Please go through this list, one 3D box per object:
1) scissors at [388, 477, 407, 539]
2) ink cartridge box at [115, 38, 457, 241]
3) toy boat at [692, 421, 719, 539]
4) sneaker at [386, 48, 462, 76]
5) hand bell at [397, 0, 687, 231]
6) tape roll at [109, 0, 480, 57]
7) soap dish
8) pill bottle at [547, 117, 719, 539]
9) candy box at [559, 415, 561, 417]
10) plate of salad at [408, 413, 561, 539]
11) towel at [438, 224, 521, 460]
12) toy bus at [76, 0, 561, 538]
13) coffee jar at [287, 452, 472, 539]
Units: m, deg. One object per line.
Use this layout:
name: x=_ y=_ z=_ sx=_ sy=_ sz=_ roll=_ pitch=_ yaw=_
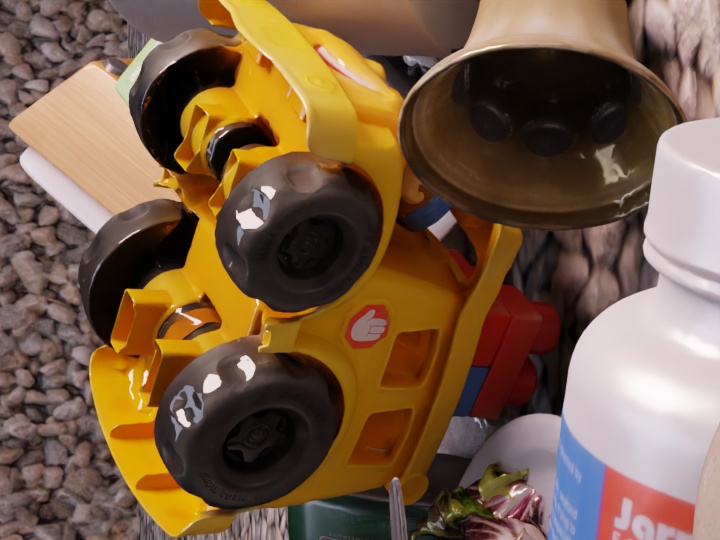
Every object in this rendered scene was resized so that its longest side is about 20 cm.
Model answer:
scissors: x=0.021 y=0.158 z=0.755 sx=0.200 sy=0.014 sz=0.073 roll=92 pitch=167 yaw=-53
ink cartridge box: x=-0.018 y=-0.059 z=0.948 sx=0.117 sy=0.067 sz=0.200 roll=-48 pitch=60 yaw=20
toy boat: x=0.138 y=0.103 z=0.355 sx=0.131 sy=0.130 sz=0.200 roll=10 pitch=100 yaw=49
sneaker: x=0.034 y=-0.156 z=0.936 sx=0.091 sy=0.066 sz=0.200 roll=-50 pitch=47 yaw=21
hand bell: x=0.075 y=-0.125 z=0.755 sx=0.104 sy=0.104 sz=0.200 roll=107 pitch=172 yaw=-54
tape roll: x=-0.020 y=-0.195 z=0.824 sx=0.203 sy=0.139 sz=0.203 roll=6 pitch=-90 yaw=-69
soap dish: x=-0.073 y=-0.043 z=1.091 sx=0.081 sy=0.200 sz=0.157 roll=-58 pitch=-18 yaw=20
pill bottle: x=0.101 y=0.068 z=0.484 sx=0.112 sy=0.112 sz=0.200 roll=-122 pitch=34 yaw=-70
candy box: x=0.083 y=0.158 z=0.785 sx=0.102 sy=0.026 sz=0.200 roll=151 pitch=119 yaw=-72
plate of salad: x=0.059 y=0.154 z=0.735 sx=0.200 sy=0.048 sz=0.200 roll=-178 pitch=90 yaw=-68
towel: x=0.041 y=0.030 z=0.984 sx=0.133 sy=0.034 sz=0.200 roll=105 pitch=162 yaw=-52
toy bus: x=0.000 y=0.000 z=0.803 sx=0.136 sy=0.192 sz=0.200 roll=55 pitch=135 yaw=49
coffee jar: x=0.019 y=0.186 z=0.888 sx=0.085 sy=0.104 sz=0.200 roll=-20 pitch=-68 yaw=-62
